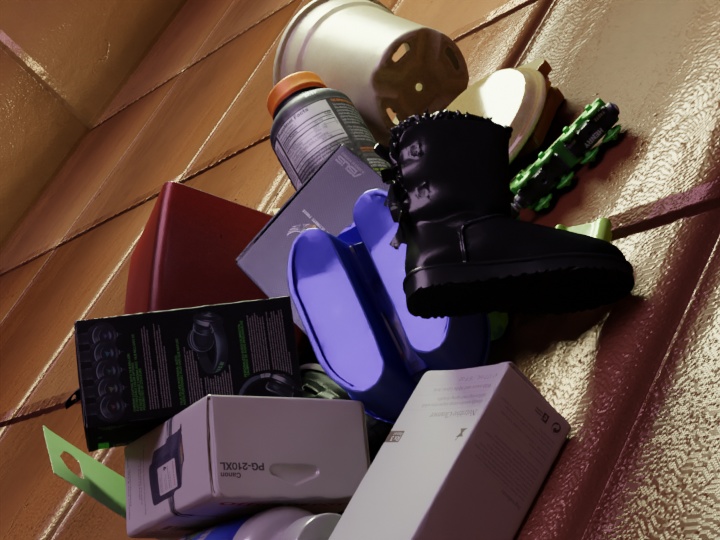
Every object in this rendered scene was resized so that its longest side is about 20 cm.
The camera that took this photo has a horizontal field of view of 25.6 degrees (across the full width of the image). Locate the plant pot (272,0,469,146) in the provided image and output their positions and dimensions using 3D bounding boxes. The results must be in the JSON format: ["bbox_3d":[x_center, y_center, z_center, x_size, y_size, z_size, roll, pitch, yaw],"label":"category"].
[{"bbox_3d":[0.025,-0.222,1.856,0.201,0.200,0.183,-51,30,-12],"label":"plant pot"}]

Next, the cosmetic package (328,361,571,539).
[{"bbox_3d":[0.057,0.173,1.160,0.112,0.081,0.201,-14,38,55],"label":"cosmetic package"}]

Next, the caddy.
[{"bbox_3d":[0.026,0.031,1.340,0.140,0.105,0.202,-30,62,11],"label":"caddy"}]

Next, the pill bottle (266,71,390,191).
[{"bbox_3d":[-0.033,-0.127,1.745,0.106,0.106,0.201,-40,58,18],"label":"pill bottle"}]

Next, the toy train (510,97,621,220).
[{"bbox_3d":[0.167,-0.084,1.484,0.200,0.042,0.056,-45,9,8],"label":"toy train"}]

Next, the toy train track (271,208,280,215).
[{"bbox_3d":[-0.035,-0.044,1.822,0.113,0.033,0.200,-9,26,-13],"label":"toy train track"}]

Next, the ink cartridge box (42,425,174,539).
[{"bbox_3d":[-0.196,0.203,1.460,0.048,0.200,0.145,-50,19,-1],"label":"ink cartridge box"}]

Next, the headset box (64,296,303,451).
[{"bbox_3d":[-0.161,0.093,1.387,0.174,0.197,0.094,128,135,-74],"label":"headset box"}]

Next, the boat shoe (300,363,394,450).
[{"bbox_3d":[-0.029,0.135,1.427,0.066,0.075,0.198,-43,25,-25],"label":"boat shoe"}]

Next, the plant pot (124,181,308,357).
[{"bbox_3d":[-0.147,0.056,1.620,0.200,0.198,0.178,129,158,-61],"label":"plant pot"}]

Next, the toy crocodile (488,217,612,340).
[{"bbox_3d":[0.133,0.005,1.347,0.199,0.062,0.068,-28,27,44],"label":"toy crocodile"}]

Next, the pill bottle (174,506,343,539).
[{"bbox_3d":[-0.078,0.249,1.253,0.199,0.112,0.113,-25,29,47],"label":"pill bottle"}]

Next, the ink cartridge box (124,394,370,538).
[{"bbox_3d":[-0.098,0.168,1.322,0.200,0.143,0.086,-33,58,57],"label":"ink cartridge box"}]

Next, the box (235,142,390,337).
[{"bbox_3d":[0.000,0.000,1.484,0.158,0.051,0.200,-47,61,1],"label":"box"}]

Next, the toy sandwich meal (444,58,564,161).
[{"bbox_3d":[0.130,-0.124,1.602,0.205,0.070,0.206,-40,26,23],"label":"toy sandwich meal"}]

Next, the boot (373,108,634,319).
[{"bbox_3d":[0.112,-0.048,1.264,0.074,0.195,0.164,91,174,-59],"label":"boot"}]
